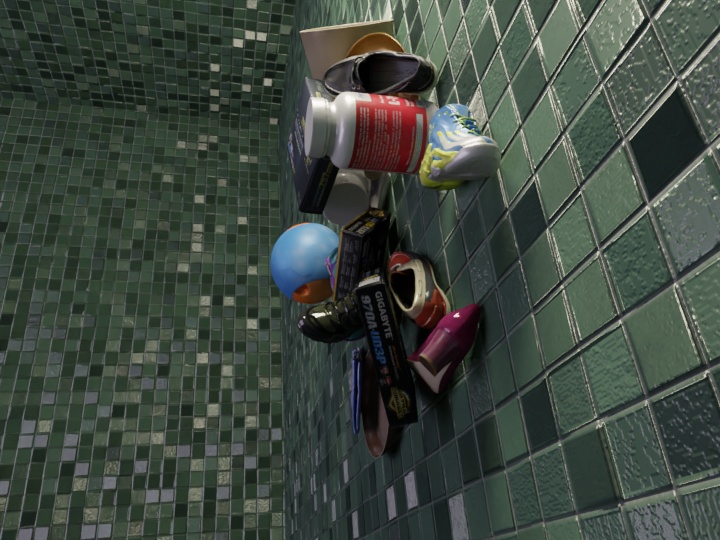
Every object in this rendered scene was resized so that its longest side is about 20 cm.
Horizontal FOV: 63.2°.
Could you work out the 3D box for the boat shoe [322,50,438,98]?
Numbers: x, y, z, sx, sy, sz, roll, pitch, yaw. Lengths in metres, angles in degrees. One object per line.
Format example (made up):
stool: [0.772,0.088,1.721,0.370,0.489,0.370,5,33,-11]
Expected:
boat shoe: [0.019,-0.305,0.911,0.066,0.195,0.077,-3,-76,-65]

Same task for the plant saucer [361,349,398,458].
plant saucer: [0.038,0.242,1.093,0.200,0.031,0.206,-179,90,-77]

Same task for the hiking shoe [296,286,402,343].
hiking shoe: [-0.013,0.057,0.981,0.076,0.196,0.102,58,146,39]

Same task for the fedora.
fedora: [0.011,-0.306,1.012,0.199,0.081,0.205,26,127,40]

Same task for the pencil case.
pencil case: [-0.029,0.049,1.284,0.086,0.090,0.203,109,158,-49]

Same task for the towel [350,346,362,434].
towel: [-0.009,0.244,1.222,0.200,0.023,0.151,99,172,-89]

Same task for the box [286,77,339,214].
box: [-0.086,-0.232,1.087,0.159,0.050,0.203,117,147,-43]

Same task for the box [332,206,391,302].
box: [0.000,0.000,1.098,0.160,0.048,0.205,-42,-36,-59]

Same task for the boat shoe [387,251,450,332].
boat shoe: [0.073,0.020,0.876,0.072,0.062,0.201,-58,25,18]

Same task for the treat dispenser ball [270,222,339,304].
treat dispenser ball: [-0.129,-0.018,1.485,0.201,0.196,0.207,-178,90,-76]

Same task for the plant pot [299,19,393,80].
plant pot: [-0.015,-0.379,1.167,0.188,0.182,0.205,-118,19,-65]

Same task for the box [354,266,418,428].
box: [0.039,0.106,0.868,0.159,0.045,0.205,-64,-41,-83]

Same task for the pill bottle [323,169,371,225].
pill bottle: [-0.038,-0.186,1.187,0.202,0.113,0.118,-98,16,-52]

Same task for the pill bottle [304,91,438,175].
pill bottle: [0.016,-0.210,0.895,0.112,0.195,0.116,-178,90,-76]

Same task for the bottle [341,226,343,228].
bottle: [-0.007,-0.089,1.263,0.084,0.064,0.204,109,159,-55]

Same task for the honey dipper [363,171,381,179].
honey dipper: [0.008,-0.220,1.029,0.200,0.037,0.039,61,-155,-70]

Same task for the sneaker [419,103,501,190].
sneaker: [0.117,-0.164,0.727,0.200,0.074,0.108,-179,92,-78]

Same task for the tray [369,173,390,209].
tray: [0.031,-0.203,1.213,0.202,0.022,0.109,-105,21,-52]

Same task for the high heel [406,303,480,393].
high heel: [0.117,0.107,0.790,0.067,0.096,0.200,45,169,9]
